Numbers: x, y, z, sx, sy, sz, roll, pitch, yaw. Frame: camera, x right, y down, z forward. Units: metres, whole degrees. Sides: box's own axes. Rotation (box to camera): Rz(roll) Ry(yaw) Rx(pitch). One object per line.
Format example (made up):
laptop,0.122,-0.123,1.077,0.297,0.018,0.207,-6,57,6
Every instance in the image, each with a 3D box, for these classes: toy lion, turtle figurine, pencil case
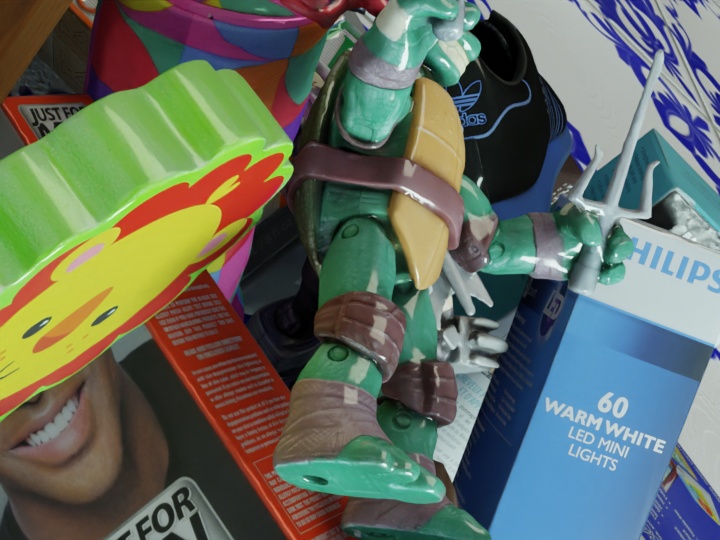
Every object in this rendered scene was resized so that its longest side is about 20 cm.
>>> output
toy lion,-0.108,0.017,0.542,0.069,0.192,0.200,53,21,8
turtle figurine,0.023,-0.021,0.639,0.150,0.100,0.201,32,62,-47
pencil case,-0.061,-0.049,0.742,0.088,0.200,0.089,12,45,-12

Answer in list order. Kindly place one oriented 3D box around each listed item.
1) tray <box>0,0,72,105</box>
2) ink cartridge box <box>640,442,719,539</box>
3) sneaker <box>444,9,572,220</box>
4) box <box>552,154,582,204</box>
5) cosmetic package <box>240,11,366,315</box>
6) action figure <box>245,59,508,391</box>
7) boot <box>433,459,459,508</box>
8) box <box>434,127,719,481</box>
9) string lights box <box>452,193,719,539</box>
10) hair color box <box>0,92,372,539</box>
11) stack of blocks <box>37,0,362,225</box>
tray,-0.116,-0.083,0.601,0.037,0.200,0.099,30,-18,7
ink cartridge box,0.122,0.100,1.120,0.198,0.047,0.200,54,22,1
sneaker,0.051,-0.075,0.872,0.200,0.070,0.078,-84,163,-71
box,0.031,-0.055,1.098,0.075,0.100,0.200,58,22,16
cosmetic package,-0.049,-0.085,0.966,0.090,0.107,0.200,16,39,-60
action figure,0.000,0.000,0.796,0.069,0.200,0.131,-8,60,-25
boot,0.031,0.118,0.692,0.064,0.186,0.200,38,27,-21
box,0.078,0.033,0.905,0.082,0.200,0.049,41,22,-30
string lights box,0.075,0.076,0.797,0.059,0.201,0.103,20,5,-6
hair color box,-0.082,0.051,0.674,0.200,0.101,0.061,55,23,10
stack of blocks,-0.077,-0.121,0.877,0.200,0.115,0.059,44,-26,18
